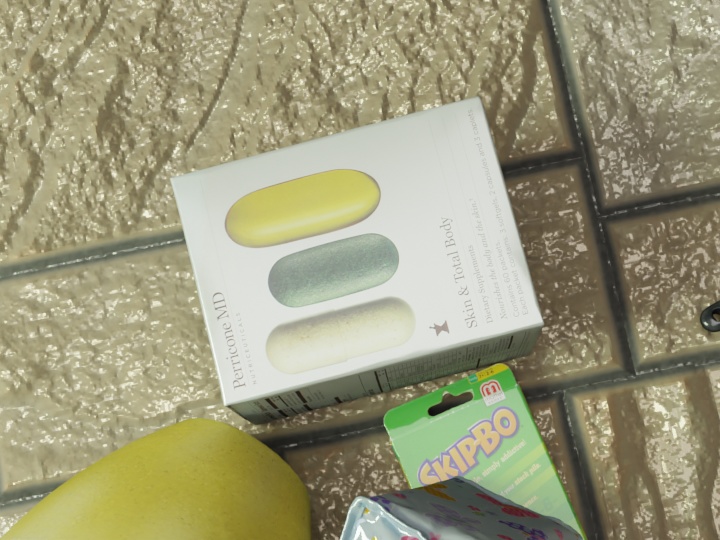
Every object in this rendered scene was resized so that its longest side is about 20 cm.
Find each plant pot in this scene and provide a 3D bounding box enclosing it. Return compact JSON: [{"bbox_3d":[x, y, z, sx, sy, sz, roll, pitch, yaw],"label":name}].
[{"bbox_3d":[-0.109,0.179,0.968,0.200,0.200,0.142,30,59,8],"label":"plant pot"}]

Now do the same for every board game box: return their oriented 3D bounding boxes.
[{"bbox_3d":[0.095,0.170,1.026,0.095,0.030,0.200,-23,82,0],"label":"board game box"}]

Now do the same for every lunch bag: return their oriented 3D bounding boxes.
[{"bbox_3d":[0.034,0.236,0.929,0.127,0.170,0.200,20,96,23],"label":"lunch bag"}]

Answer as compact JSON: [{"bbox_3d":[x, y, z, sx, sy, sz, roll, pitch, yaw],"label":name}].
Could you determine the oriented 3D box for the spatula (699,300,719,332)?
[{"bbox_3d":[0.322,-0.007,1.049,0.200,0.021,0.057,-28,67,0],"label":"spatula"}]

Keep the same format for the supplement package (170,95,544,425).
[{"bbox_3d":[0.000,0.000,0.999,0.200,0.151,0.152,-15,80,0],"label":"supplement package"}]
